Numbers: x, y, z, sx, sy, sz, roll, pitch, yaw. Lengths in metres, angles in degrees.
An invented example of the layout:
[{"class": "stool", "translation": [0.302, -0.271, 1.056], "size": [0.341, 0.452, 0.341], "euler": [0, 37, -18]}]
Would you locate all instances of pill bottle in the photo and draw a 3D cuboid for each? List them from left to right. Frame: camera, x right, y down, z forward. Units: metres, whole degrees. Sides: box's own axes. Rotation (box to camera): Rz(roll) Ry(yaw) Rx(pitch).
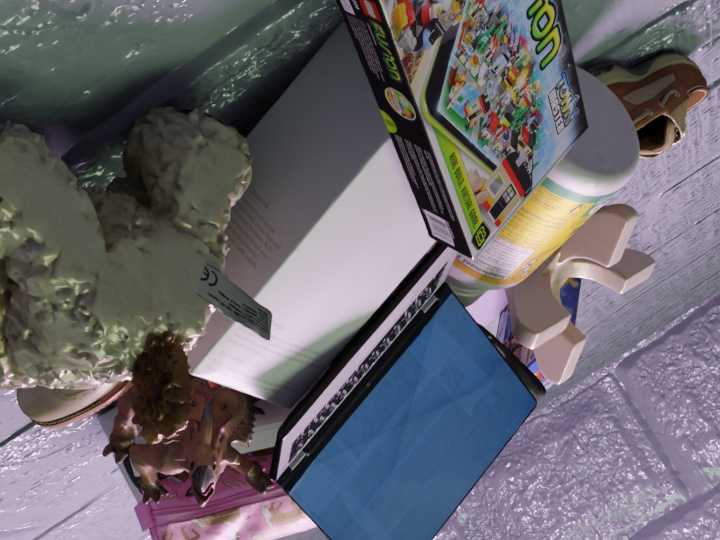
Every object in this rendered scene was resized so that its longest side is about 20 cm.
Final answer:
[{"class": "pill bottle", "translation": [0.109, -0.055, 0.986], "size": [0.112, 0.113, 0.200], "euler": [-18, 159, -40]}]

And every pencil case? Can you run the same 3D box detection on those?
[{"class": "pencil case", "translation": [-0.065, 0.165, 0.977], "size": [0.198, 0.083, 0.087], "euler": [-15, 125, 0]}]

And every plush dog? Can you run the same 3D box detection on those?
[{"class": "plush dog", "translation": [-0.157, 0.012, 0.660], "size": [0.171, 0.162, 0.199], "euler": [-14, -179, 42]}]

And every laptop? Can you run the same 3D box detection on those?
[{"class": "laptop", "translation": [0.042, 0.096, 0.864], "size": [0.187, 0.116, 0.200], "euler": [-49, 171, -19]}]

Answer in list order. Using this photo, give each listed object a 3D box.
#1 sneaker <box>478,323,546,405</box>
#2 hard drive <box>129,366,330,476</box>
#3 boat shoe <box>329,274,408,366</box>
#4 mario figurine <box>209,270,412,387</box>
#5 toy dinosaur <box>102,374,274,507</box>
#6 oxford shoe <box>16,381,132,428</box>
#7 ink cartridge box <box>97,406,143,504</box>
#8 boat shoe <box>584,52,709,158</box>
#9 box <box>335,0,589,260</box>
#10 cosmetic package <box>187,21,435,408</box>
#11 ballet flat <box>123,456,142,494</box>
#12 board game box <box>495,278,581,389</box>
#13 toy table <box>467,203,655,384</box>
[{"class": "sneaker", "translation": [0.060, 0.092, 1.060], "size": [0.116, 0.200, 0.076], "euler": [-50, 123, -3]}, {"class": "hard drive", "translation": [-0.071, 0.098, 1.003], "size": [0.198, 0.027, 0.132], "euler": [-13, -161, 4]}, {"class": "boat shoe", "translation": [0.001, 0.000, 0.915], "size": [0.071, 0.066, 0.201], "euler": [-22, -163, 30]}, {"class": "mario figurine", "translation": [-0.055, 0.034, 0.962], "size": [0.198, 0.107, 0.123], "euler": [-9, 180, -2]}, {"class": "toy dinosaur", "translation": [-0.123, 0.080, 0.860], "size": [0.085, 0.200, 0.136], "euler": [-28, 144, -28]}, {"class": "oxford shoe", "translation": [-0.158, 0.022, 0.808], "size": [0.200, 0.071, 0.074], "euler": [-46, 154, 17]}, {"class": "ink cartridge box", "translation": [-0.100, 0.151, 1.156], "size": [0.199, 0.147, 0.147], "euler": [-30, 165, -3]}, {"class": "boat shoe", "translation": [0.229, -0.126, 1.073], "size": [0.199, 0.074, 0.076], "euler": [-16, 159, -45]}, {"class": "box", "translation": [0.057, -0.107, 0.660], "size": [0.110, 0.035, 0.200], "euler": [-48, 144, -17]}, {"class": "cosmetic package", "translation": [-0.026, -0.026, 0.750], "size": [0.200, 0.081, 0.113], "euler": [-50, 148, 5]}, {"class": "ballet flat", "translation": [-0.096, 0.145, 1.053], "size": [0.198, 0.069, 0.068], "euler": [-10, 175, 13]}, {"class": "board game box", "translation": [0.176, 0.033, 1.296], "size": [0.034, 0.201, 0.136], "euler": [19, 149, -9]}, {"class": "toy table", "translation": [0.161, -0.001, 1.134], "size": [0.183, 0.117, 0.201], "euler": [-33, 148, -32]}]
